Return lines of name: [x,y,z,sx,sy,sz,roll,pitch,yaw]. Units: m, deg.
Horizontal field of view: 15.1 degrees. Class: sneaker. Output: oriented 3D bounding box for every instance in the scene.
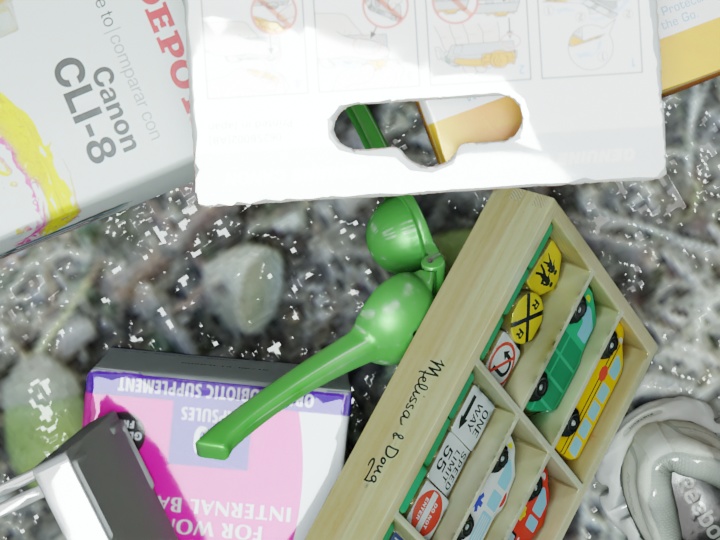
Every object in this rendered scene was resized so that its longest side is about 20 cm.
sneaker: [0.165,0.141,1.067,0.075,0.081,0.200,-39,93,-1]

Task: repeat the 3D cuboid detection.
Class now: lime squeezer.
lime squeezer: [0.000,0.000,1.030,0.071,0.200,0.038,-2,136,22]

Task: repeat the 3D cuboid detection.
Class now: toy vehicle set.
toy vehicle set: [0.039,0.083,1.022,0.026,0.124,0.200,19,73,34]

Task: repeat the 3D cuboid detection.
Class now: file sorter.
file sorter: [-0.102,0.171,0.939,0.124,0.139,0.200,-26,92,3]

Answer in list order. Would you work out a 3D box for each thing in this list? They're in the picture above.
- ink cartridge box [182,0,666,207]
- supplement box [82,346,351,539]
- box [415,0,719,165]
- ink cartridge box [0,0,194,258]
ink cartridge box: [0.017,-0.128,0.905,0.162,0.057,0.200,-4,100,0]
supplement box: [-0.062,0.137,1.056,0.101,0.103,0.200,5,93,-1]
box: [0.050,-0.146,0.942,0.119,0.041,0.200,-20,89,1]
ink cartridge box: [-0.146,-0.079,1.029,0.200,0.145,0.145,-22,91,0]
